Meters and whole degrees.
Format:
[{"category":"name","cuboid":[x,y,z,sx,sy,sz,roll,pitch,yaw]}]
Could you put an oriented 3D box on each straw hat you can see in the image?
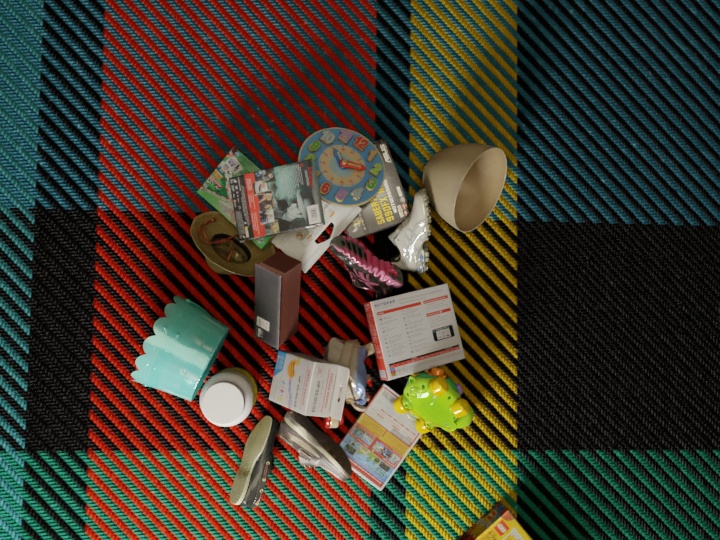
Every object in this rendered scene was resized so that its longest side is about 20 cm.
[{"category":"straw hat","cuboid":[-0.299,-0.037,1.500,0.201,0.201,0.085,37,125,-2]}]

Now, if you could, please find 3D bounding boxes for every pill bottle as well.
[{"category":"pill bottle","cuboid":[-0.282,0.271,1.429,0.112,0.200,0.113,0,87,-4]}]

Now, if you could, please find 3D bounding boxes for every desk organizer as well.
[{"category":"desk organizer","cuboid":[-0.183,0.065,1.479,0.072,0.077,0.201,24,127,24]}]

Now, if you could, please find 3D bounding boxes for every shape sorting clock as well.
[{"category":"shape sorting clock","cuboid":[-0.040,-0.233,1.486,0.199,0.039,0.201,8,63,-15]}]

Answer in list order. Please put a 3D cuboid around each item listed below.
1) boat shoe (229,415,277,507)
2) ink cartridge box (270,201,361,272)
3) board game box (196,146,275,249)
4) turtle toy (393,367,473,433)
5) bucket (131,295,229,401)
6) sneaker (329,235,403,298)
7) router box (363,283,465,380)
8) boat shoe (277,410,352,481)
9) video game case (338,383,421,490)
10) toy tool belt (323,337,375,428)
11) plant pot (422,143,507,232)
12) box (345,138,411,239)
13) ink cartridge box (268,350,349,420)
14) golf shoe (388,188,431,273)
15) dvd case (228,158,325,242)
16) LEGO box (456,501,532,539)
[{"category":"boat shoe","cuboid":[-0.227,0.428,1.496,0.063,0.074,0.202,25,77,-31]},{"category":"ink cartridge box","cuboid":[-0.119,-0.124,1.516,0.174,0.044,0.200,43,97,4]},{"category":"board game box","cuboid":[-0.250,-0.162,1.496,0.200,0.029,0.135,41,94,6]},{"category":"turtle toy","cuboid":[0.177,0.295,1.503,0.146,0.101,0.200,-33,113,32]},{"category":"bucket","cuboid":[-0.380,0.171,1.432,0.134,0.207,0.208,28,85,-5]},{"category":"sneaker","cuboid":[0.000,0.000,1.510,0.200,0.079,0.095,34,124,-22]},{"category":"router box","cuboid":[0.124,0.138,1.522,0.199,0.049,0.180,-12,87,-20]},{"category":"boat shoe","cuboid":[-0.104,0.403,1.502,0.200,0.074,0.073,41,103,14]},{"category":"video game case","cuboid":[0.050,0.383,1.541,0.143,0.017,0.200,37,84,-2]},{"category":"toy tool belt","cuboid":[-0.018,0.251,1.488,0.122,0.125,0.201,4,67,-10]},{"category":"plant pot","cuboid":[0.220,-0.205,1.518,0.134,0.200,0.201,30,84,32]},{"category":"box","cuboid":[0.016,-0.186,1.555,0.158,0.048,0.201,-19,88,-6]},{"category":"ink cartridge box","cuboid":[-0.113,0.246,1.444,0.068,0.200,0.116,13,85,-36]},{"category":"golf shoe","cuboid":[0.111,-0.087,1.514,0.097,0.078,0.201,4,114,3]},{"category":"dvd case","cuboid":[-0.183,-0.151,1.450,0.199,0.022,0.147,-11,87,16]},{"category":"LEGO box","cuboid":[0.333,0.658,1.518,0.149,0.077,0.200,-40,90,-5]}]
